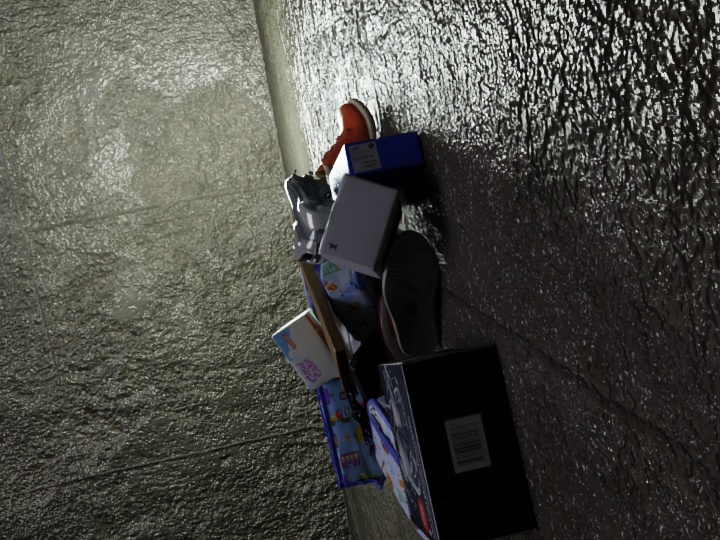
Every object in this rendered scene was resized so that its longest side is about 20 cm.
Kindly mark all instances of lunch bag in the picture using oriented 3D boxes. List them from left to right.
[{"bbox_3d":[0.000,0.000,1.255,0.200,0.076,0.160,67,-157,-46],"label":"lunch bag"},{"bbox_3d":[0.016,0.286,1.457,0.094,0.150,0.200,96,162,-65],"label":"lunch bag"},{"bbox_3d":[0.075,0.261,1.137,0.200,0.076,0.160,51,157,44],"label":"lunch bag"}]

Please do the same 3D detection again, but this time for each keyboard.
[{"bbox_3d":[0.014,0.186,1.235,0.040,0.104,0.200,11,138,33],"label":"keyboard"}]

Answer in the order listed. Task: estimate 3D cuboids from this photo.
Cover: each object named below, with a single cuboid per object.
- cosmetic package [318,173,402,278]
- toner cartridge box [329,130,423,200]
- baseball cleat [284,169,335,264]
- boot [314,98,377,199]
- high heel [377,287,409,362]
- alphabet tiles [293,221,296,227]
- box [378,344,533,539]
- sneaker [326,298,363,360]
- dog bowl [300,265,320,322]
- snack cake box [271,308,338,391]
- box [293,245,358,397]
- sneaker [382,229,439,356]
[{"bbox_3d":[0.005,-0.051,1.045,0.200,0.071,0.101,32,-104,-84],"label":"cosmetic package"},{"bbox_3d":[0.016,-0.133,1.090,0.200,0.095,0.043,148,111,-81],"label":"toner cartridge box"},{"bbox_3d":[-0.075,-0.071,1.132,0.200,0.070,0.106,-110,33,-69],"label":"baseball cleat"},{"bbox_3d":[-0.023,-0.182,1.252,0.075,0.107,0.200,88,169,-56],"label":"boot"},{"bbox_3d":[0.061,0.119,1.230,0.200,0.067,0.096,66,162,-3],"label":"high heel"},{"bbox_3d":[-0.067,-0.143,1.518,0.008,0.167,0.200,37,180,-12],"label":"alphabet tiles"},{"bbox_3d":[0.100,0.192,0.930,0.182,0.104,0.200,127,131,-81],"label":"box"},{"bbox_3d":[-0.030,0.057,1.368,0.073,0.071,0.200,-10,-89,-62],"label":"sneaker"},{"bbox_3d":[-0.044,0.002,1.519,0.200,0.079,0.200,-11,-90,-78],"label":"dog bowl"},{"bbox_3d":[-0.087,0.135,1.436,0.115,0.067,0.200,56,180,0],"label":"snack cake box"},{"bbox_3d":[-0.053,0.076,1.257,0.164,0.021,0.200,78,172,-58],"label":"box"},{"bbox_3d":[0.054,0.012,1.089,0.106,0.075,0.200,-113,13,-49],"label":"sneaker"}]
